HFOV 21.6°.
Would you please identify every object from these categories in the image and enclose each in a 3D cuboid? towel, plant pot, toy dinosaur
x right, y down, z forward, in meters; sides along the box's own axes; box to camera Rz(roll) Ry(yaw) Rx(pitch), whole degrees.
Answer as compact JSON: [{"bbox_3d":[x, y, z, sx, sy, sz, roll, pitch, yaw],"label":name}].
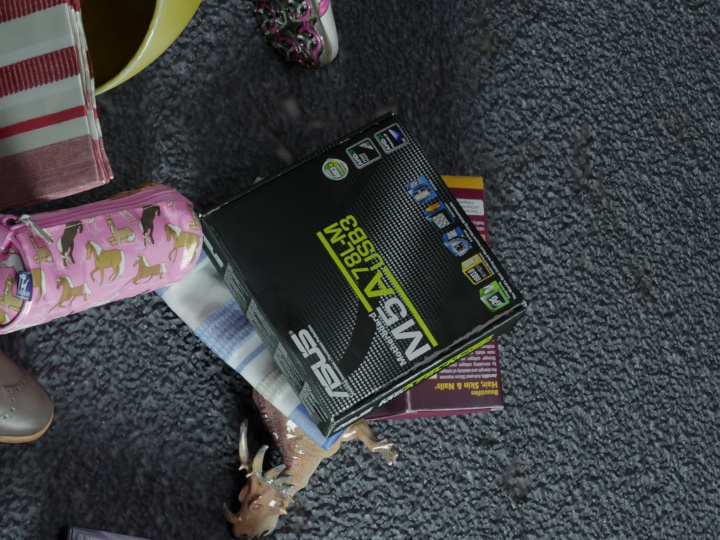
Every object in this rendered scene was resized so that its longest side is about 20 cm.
[{"bbox_3d":[-0.251,-0.147,1.357,0.023,0.143,0.202,-8,88,-58],"label":"towel"},{"bbox_3d":[-0.188,-0.235,1.405,0.142,0.198,0.202,-22,97,-58],"label":"plant pot"},{"bbox_3d":[-0.053,0.030,1.500,0.200,0.024,0.147,42,59,9],"label":"towel"},{"bbox_3d":[-0.058,0.107,1.513,0.134,0.086,0.202,-7,82,-32],"label":"toy dinosaur"}]

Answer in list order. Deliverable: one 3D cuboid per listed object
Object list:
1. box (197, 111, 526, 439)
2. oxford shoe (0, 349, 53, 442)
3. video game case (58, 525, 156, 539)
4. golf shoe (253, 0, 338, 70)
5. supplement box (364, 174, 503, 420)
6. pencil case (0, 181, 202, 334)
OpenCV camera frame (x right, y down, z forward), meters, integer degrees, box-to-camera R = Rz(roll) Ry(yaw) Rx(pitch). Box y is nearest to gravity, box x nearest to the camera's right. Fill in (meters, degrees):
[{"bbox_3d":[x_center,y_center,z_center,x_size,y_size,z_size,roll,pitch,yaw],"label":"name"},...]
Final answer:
[{"bbox_3d":[0.000,0.000,1.486,0.192,0.048,0.201,-27,75,-23],"label":"box"},{"bbox_3d":[-0.292,0.066,1.331,0.199,0.072,0.072,31,64,-31],"label":"oxford shoe"},{"bbox_3d":[-0.150,0.282,1.448,0.199,0.019,0.145,16,74,-35],"label":"video game case"},{"bbox_3d":[-0.055,-0.269,1.576,0.092,0.072,0.202,-27,100,-40],"label":"golf shoe"},{"bbox_3d":[0.047,0.023,1.604,0.109,0.085,0.202,0,82,-38],"label":"supplement box"},{"bbox_3d":[-0.205,-0.012,1.388,0.199,0.086,0.084,-16,88,-53],"label":"pencil case"}]
